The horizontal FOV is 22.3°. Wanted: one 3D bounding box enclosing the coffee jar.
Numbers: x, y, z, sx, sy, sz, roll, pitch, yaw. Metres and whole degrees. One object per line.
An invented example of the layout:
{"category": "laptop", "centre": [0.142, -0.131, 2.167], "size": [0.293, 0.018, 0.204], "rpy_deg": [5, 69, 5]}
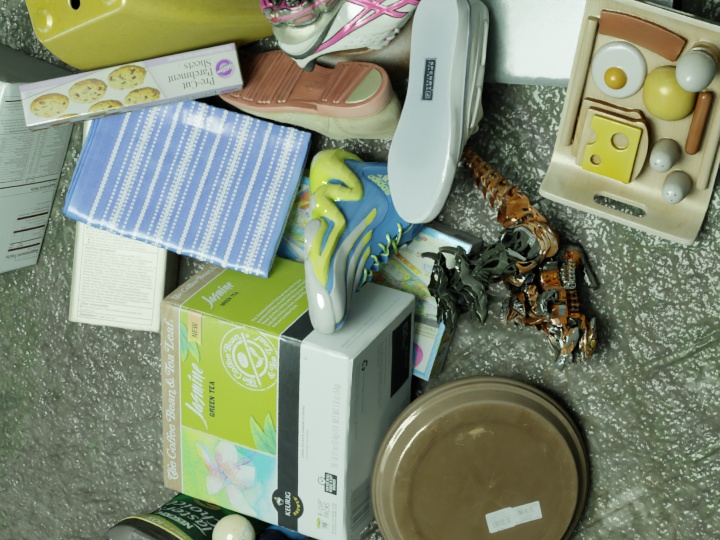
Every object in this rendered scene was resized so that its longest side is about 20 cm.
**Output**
{"category": "coffee jar", "centre": [-0.165, 0.261, 1.706], "size": [0.104, 0.200, 0.086], "rpy_deg": [26, 108, 17]}

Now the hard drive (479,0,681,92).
{"category": "hard drive", "centre": [0.175, -0.229, 1.573], "size": [0.199, 0.033, 0.141], "rpy_deg": [6, 101, 23]}

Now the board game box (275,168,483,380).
{"category": "board game box", "centre": [0.000, 0.000, 1.684], "size": [0.199, 0.034, 0.135], "rpy_deg": [23, 107, 19]}

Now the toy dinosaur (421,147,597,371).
{"category": "toy dinosaur", "centre": [0.131, -0.004, 1.596], "size": [0.201, 0.135, 0.102], "rpy_deg": [58, 160, 21]}

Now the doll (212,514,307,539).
{"category": "doll", "centre": [-0.061, 0.287, 1.688], "size": [0.200, 0.137, 0.048], "rpy_deg": [40, 152, -26]}

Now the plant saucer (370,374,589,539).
{"category": "plant saucer", "centre": [0.109, 0.192, 1.619], "size": [0.199, 0.029, 0.201], "rpy_deg": [-2, 104, -8]}

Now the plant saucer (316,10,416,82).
{"category": "plant saucer", "centre": [-0.007, -0.265, 1.645], "size": [0.199, 0.037, 0.202], "rpy_deg": [4, 100, 22]}

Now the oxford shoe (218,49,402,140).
{"category": "oxford shoe", "centre": [-0.047, -0.149, 1.663], "size": [0.199, 0.074, 0.071], "rpy_deg": [15, 62, 39]}

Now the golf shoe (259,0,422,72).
{"category": "golf shoe", "centre": [0.017, -0.242, 1.588], "size": [0.199, 0.073, 0.092], "rpy_deg": [-21, 132, 9]}

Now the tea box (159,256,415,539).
{"category": "tea box", "centre": [-0.066, 0.111, 1.650], "size": [0.196, 0.134, 0.201], "rpy_deg": [15, 120, 24]}

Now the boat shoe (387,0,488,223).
{"category": "boat shoe", "centre": [0.077, -0.138, 1.569], "size": [0.073, 0.065, 0.201], "rpy_deg": [19, 101, 43]}

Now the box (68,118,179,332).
{"category": "box", "centre": [-0.218, -0.051, 1.736], "size": [0.094, 0.078, 0.201], "rpy_deg": [8, 101, 3]}

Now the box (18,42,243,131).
{"category": "box", "centre": [-0.205, -0.164, 1.639], "size": [0.199, 0.039, 0.042], "rpy_deg": [-11, 88, -3]}

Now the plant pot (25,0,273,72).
{"category": "plant pot", "centre": [-0.198, -0.280, 1.616], "size": [0.195, 0.200, 0.195], "rpy_deg": [-15, 92, 38]}

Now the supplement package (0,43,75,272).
{"category": "supplement package", "centre": [-0.405, -0.122, 1.780], "size": [0.190, 0.147, 0.201], "rpy_deg": [23, 106, 19]}

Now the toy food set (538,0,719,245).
{"category": "toy food set", "centre": [0.233, -0.129, 1.519], "size": [0.143, 0.060, 0.201], "rpy_deg": [19, 123, 15]}

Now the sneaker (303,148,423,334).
{"category": "sneaker", "centre": [0.005, -0.031, 1.583], "size": [0.104, 0.201, 0.076], "rpy_deg": [-1, 141, 1]}

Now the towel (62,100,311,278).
{"category": "towel", "centre": [-0.157, -0.088, 1.652], "size": [0.199, 0.024, 0.146], "rpy_deg": [17, 75, 4]}
